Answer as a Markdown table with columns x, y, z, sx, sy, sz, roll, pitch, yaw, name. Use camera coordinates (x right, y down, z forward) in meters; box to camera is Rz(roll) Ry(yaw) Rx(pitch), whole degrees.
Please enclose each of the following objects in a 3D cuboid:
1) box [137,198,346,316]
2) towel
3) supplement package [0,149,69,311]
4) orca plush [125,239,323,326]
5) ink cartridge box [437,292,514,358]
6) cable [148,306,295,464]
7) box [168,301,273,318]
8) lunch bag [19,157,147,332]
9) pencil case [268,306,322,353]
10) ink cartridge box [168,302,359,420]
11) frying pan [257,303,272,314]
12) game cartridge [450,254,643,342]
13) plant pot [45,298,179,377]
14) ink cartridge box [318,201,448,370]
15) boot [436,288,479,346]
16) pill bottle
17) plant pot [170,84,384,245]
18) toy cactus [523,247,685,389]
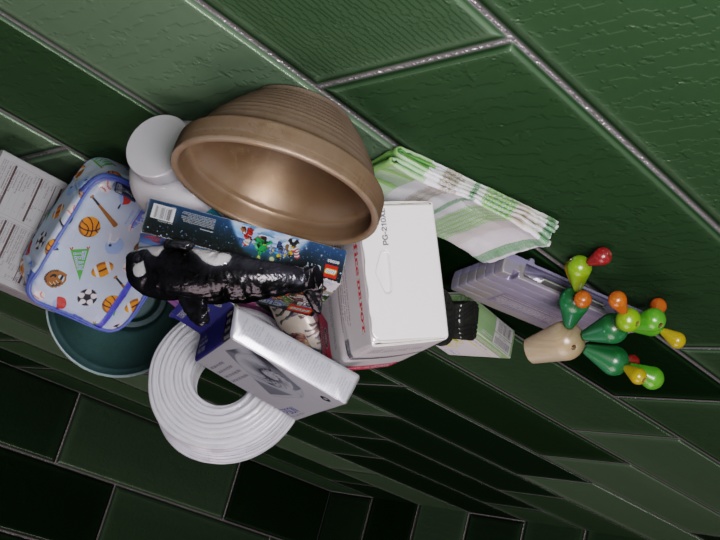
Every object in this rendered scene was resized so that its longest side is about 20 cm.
| x | y | z | sx | sy | sz | roll | pitch | yaw | name |
| --- | --- | --- | --- | --- | --- | --- | --- | --- | --- |
| -0.126 | -0.009 | 1.098 | 0.200 | 0.038 | 0.137 | 15 | 160 | -10 | box |
| 0.086 | -0.061 | 1.122 | 0.200 | 0.031 | 0.149 | 23 | 160 | -20 | towel |
| -0.427 | -0.044 | 1.383 | 0.200 | 0.151 | 0.152 | 30 | 167 | -36 | supplement package |
| -0.137 | 0.026 | 1.035 | 0.200 | 0.071 | 0.105 | 11 | 160 | -1 | orca plush |
| 0.094 | 0.073 | 1.493 | 0.200 | 0.048 | 0.145 | -1 | 156 | 36 | ink cartridge box |
| -0.168 | 0.142 | 1.356 | 0.200 | 0.200 | 0.069 | 10 | 156 | 9 | cable |
| -0.156 | 0.021 | 1.463 | 0.200 | 0.097 | 0.176 | 10 | 161 | 20 | box |
| -0.301 | -0.030 | 1.300 | 0.160 | 0.200 | 0.076 | 30 | -168 | -34 | lunch bag |
| -0.073 | 0.027 | 1.267 | 0.078 | 0.200 | 0.089 | -25 | 173 | -29 | pencil case |
| -0.121 | 0.096 | 1.201 | 0.200 | 0.041 | 0.200 | 32 | 159 | -9 | ink cartridge box |
| -0.122 | -0.008 | 1.332 | 0.190 | 0.115 | 0.031 | 13 | 179 | 11 | frying pan |
| 0.222 | 0.034 | 1.290 | 0.200 | 0.038 | 0.130 | 22 | 165 | -19 | game cartridge |
| -0.348 | 0.043 | 1.585 | 0.200 | 0.201 | 0.134 | 17 | -171 | -6 | plant pot |
| 0.016 | 0.021 | 1.141 | 0.084 | 0.145 | 0.200 | -3 | 169 | -17 | ink cartridge box |
| 0.053 | 0.056 | 1.308 | 0.130 | 0.068 | 0.200 | 3 | 173 | 26 | boot |
| -0.171 | -0.085 | 1.136 | 0.111 | 0.111 | 0.200 | 9 | 161 | 19 | pill bottle |
| -0.068 | -0.108 | 1.001 | 0.200 | 0.093 | 0.201 | 14 | 160 | 5 | plant pot |
| 0.261 | 0.061 | 1.207 | 0.165 | 0.102 | 0.200 | -20 | 130 | 33 | toy cactus |
